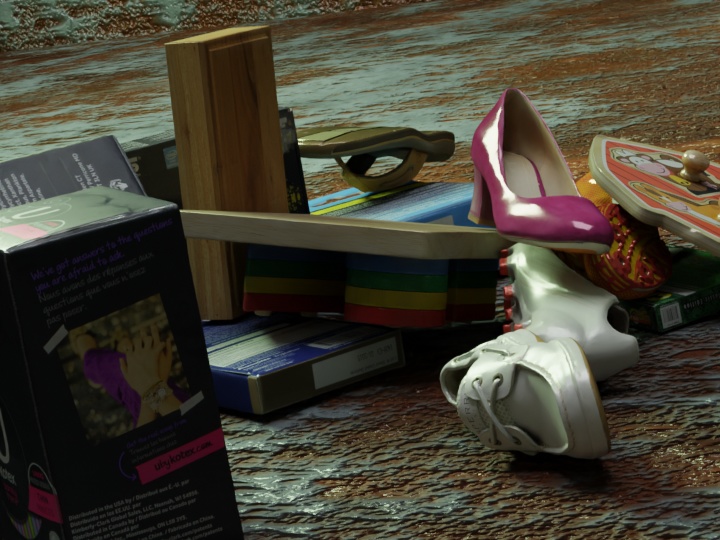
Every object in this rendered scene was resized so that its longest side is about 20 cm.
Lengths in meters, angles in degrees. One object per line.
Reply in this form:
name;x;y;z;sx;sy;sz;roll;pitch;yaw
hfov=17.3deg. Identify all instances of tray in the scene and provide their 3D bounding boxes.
tray;-0.092;-0.073;1.724;0.037;0.201;0.099;-1;11;27

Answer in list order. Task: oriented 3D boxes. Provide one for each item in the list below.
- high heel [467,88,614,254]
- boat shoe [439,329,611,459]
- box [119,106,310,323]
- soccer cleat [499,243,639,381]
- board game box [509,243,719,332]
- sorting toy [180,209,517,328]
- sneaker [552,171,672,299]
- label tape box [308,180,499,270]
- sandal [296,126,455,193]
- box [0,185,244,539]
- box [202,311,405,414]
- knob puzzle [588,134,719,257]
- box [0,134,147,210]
high heel;0.124;-0.067;1.575;0.067;0.096;0.200;10;6;-14
boat shoe;0.090;0.077;1.366;0.069;0.071;0.200;-14;4;-10
box;-0.131;-0.025;1.782;0.200;0.162;0.049;-17;14;-29
soccer cleat;0.134;0.031;1.548;0.077;0.070;0.200;-5;19;-1
board game box;0.199;0.007;1.685;0.105;0.024;0.200;-15;13;-23
sorting toy;0.000;0.000;1.650;0.199;0.070;0.199;6;3;27
sneaker;0.170;-0.015;1.649;0.077;0.073;0.200;-40;9;14
label tape box;0.025;-0.026;1.880;0.144;0.063;0.200;-17;11;-28
sandal;0.017;-0.090;1.932;0.080;0.054;0.200;1;1;30
box;-0.149;0.065;1.299;0.106;0.201;0.122;-16;13;-25
box;-0.076;0.060;1.651;0.121;0.033;0.200;-17;15;-33
knob puzzle;0.247;-0.057;1.651;0.219;0.031;0.220;16;20;-6
box;-0.228;0.039;1.445;0.200;0.197;0.118;-16;58;-25
